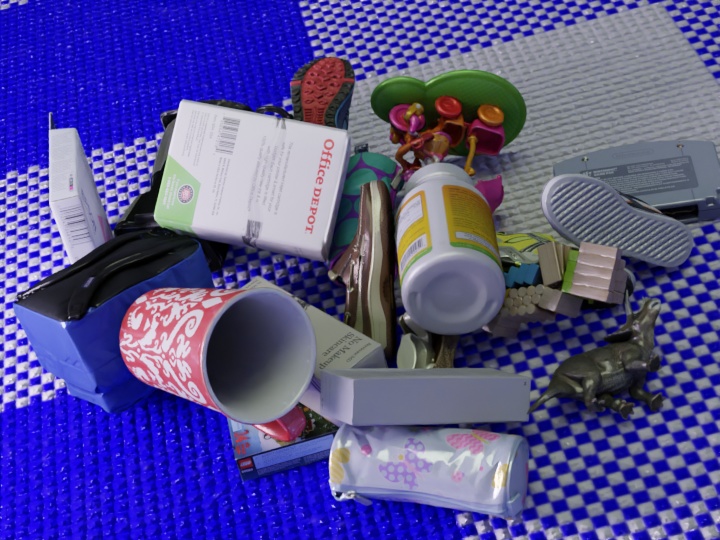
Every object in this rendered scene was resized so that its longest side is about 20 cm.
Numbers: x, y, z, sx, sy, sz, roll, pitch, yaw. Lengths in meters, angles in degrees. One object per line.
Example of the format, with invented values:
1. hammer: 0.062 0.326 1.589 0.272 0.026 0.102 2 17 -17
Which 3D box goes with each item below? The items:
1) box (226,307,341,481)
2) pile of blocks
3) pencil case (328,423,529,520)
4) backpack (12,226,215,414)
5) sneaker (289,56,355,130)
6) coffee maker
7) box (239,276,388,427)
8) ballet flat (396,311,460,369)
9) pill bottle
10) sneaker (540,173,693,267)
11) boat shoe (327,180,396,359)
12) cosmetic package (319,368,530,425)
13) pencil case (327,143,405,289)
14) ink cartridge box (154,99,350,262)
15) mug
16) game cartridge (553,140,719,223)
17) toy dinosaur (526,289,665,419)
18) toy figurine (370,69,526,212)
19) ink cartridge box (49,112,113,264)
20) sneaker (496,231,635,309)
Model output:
1. box: -0.083 0.133 1.633 0.136 0.038 0.200 -16 39 -3
2. pile of blocks: 0.209 0.020 1.619 0.200 0.062 0.082 -18 68 34
3. pencil case: 0.068 0.197 1.475 0.200 0.083 0.091 3 28 18
4. backpack: -0.261 0.051 1.676 0.200 0.168 0.162 -36 34 -28
5. sneaker: -0.052 -0.175 1.842 0.079 0.096 0.200 7 57 7
6. coffee maker: -0.196 -0.109 1.846 0.192 0.135 0.200 -27 37 45
7. box: -0.066 0.085 1.599 0.200 0.068 0.082 26 53 38
8. ballet flat: 0.071 0.079 1.622 0.070 0.065 0.200 -26 32 23
9. pill bottle: 0.095 -0.031 1.639 0.111 0.111 0.200 -10 37 5
10. sneaker: 0.275 -0.057 1.673 0.079 0.200 0.079 -65 25 5
11. boat shoe: -0.001 -0.001 1.663 0.075 0.075 0.203 -2 81 9
12. cosmetic package: 0.066 0.127 1.501 0.200 0.051 0.083 2 1 -24
13. pencil case: 0.009 -0.061 1.800 0.092 0.085 0.200 -22 36 21
14. ink cartridge box: -0.121 -0.102 1.712 0.200 0.084 0.146 11 80 4
15. mug: -0.152 0.099 1.527 0.133 0.178 0.200 -16 13 -35
16. game cartridge: 0.336 -0.103 1.794 0.200 0.041 0.133 -7 43 8
17. toy dinosaur: 0.252 0.111 1.549 0.200 0.077 0.102 -32 30 -14
18. toy figurine: 0.106 -0.135 1.815 0.200 0.150 0.184 12 50 -9
19. ink cartridge box: -0.337 -0.067 1.820 0.043 0.197 0.200 -12 40 -1
20. sneaker: 0.219 -0.010 1.687 0.200 0.075 0.076 12 46 26
